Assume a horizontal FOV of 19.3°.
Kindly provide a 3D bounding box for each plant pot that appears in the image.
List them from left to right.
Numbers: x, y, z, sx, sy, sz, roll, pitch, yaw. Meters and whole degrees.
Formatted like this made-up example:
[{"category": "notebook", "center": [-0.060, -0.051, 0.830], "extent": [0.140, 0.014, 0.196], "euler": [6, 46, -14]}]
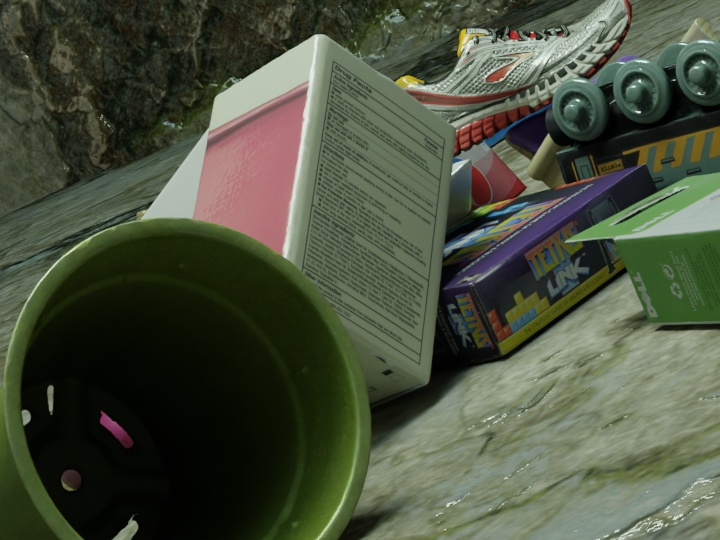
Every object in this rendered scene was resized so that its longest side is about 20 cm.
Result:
[{"category": "plant pot", "center": [-0.126, 0.094, 1.136], "extent": [0.200, 0.200, 0.190], "euler": [-30, 0, -33]}]

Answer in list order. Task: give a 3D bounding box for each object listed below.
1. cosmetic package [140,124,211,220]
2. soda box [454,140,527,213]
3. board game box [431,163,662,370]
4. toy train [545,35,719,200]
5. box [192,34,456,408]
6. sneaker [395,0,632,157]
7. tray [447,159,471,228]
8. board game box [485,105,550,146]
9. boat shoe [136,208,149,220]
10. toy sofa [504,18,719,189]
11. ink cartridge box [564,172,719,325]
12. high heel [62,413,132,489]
[{"category": "cosmetic package", "center": [-0.096, -0.028, 1.604], "extent": [0.200, 0.108, 0.085], "euler": [-50, -20, 14]}, {"category": "soda box", "center": [0.052, -0.040, 1.659], "extent": [0.063, 0.070, 0.200], "euler": [-45, -4, 34]}, {"category": "board game box", "center": [0.087, 0.003, 1.427], "extent": [0.165, 0.057, 0.200], "euler": [-16, 13, 47]}, {"category": "toy train", "center": [0.221, -0.098, 1.477], "extent": [0.200, 0.114, 0.085], "euler": [-14, 7, 41]}, {"category": "box", "center": [-0.027, -0.023, 1.333], "extent": [0.109, 0.128, 0.200], "euler": [-26, 44, 39]}, {"category": "sneaker", "center": [0.115, -0.157, 1.611], "extent": [0.200, 0.082, 0.078], "euler": [-28, 3, 7]}, {"category": "tray", "center": [0.000, 0.000, 1.477], "extent": [0.200, 0.022, 0.107], "euler": [-43, -14, -11]}, {"category": "board game box", "center": [0.081, -0.151, 2.290], "extent": [0.196, 0.056, 0.200], "euler": [-16, 13, 43]}, {"category": "boat shoe", "center": [-0.194, -0.073, 2.522], "extent": [0.073, 0.063, 0.200], "euler": [-19, 10, 31]}, {"category": "toy sofa", "center": [0.209, -0.129, 1.649], "extent": [0.200, 0.098, 0.083], "euler": [-32, -19, -44]}, {"category": "ink cartridge box", "center": [0.216, -0.017, 1.201], "extent": [0.104, 0.059, 0.200], "euler": [-28, 10, -25]}, {"category": "high heel", "center": [-0.165, 0.062, 1.516], "extent": [0.096, 0.067, 0.200], "euler": [-27, 45, 26]}]
